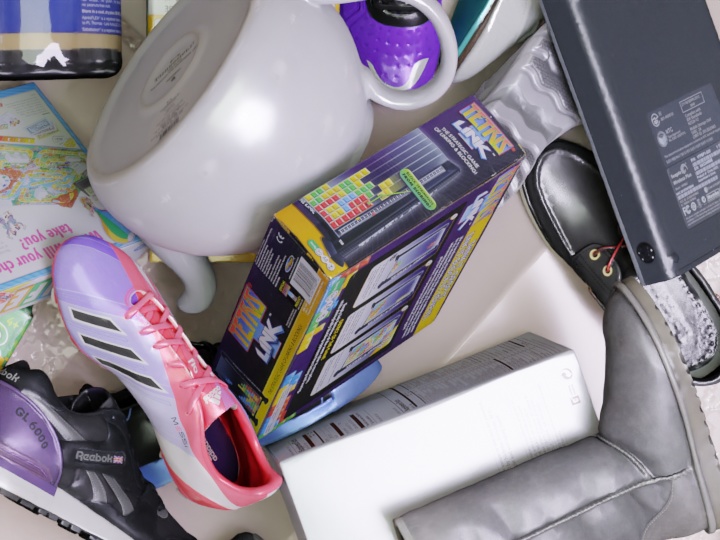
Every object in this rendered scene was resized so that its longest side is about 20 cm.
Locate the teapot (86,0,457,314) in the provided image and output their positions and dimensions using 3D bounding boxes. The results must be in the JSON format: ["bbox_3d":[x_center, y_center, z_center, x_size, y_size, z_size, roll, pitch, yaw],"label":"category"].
[{"bbox_3d":[-0.059,-0.084,1.408,0.146,0.200,0.198,35,72,-24],"label":"teapot"}]

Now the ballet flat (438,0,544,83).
[{"bbox_3d":[0.114,-0.210,1.533,0.069,0.069,0.201,20,87,-8],"label":"ballet flat"}]

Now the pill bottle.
[{"bbox_3d":[-0.207,-0.222,1.462,0.111,0.112,0.202,-2,93,-8],"label":"pill bottle"}]

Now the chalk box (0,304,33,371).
[{"bbox_3d":[-0.284,0.040,1.459,0.124,0.124,0.201,29,89,-9],"label":"chalk box"}]

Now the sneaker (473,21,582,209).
[{"bbox_3d":[0.103,-0.112,1.529,0.200,0.082,0.075,-41,109,-24],"label":"sneaker"}]

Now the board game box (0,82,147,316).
[{"bbox_3d":[-0.234,-0.039,1.418,0.135,0.200,0.034,51,124,12],"label":"board game box"}]

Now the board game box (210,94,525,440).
[{"bbox_3d":[0.000,0.000,1.419,0.165,0.200,0.057,-34,73,-32],"label":"board game box"}]

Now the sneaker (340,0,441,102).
[{"bbox_3d":[0.023,-0.207,1.498,0.069,0.100,0.202,2,92,-6],"label":"sneaker"}]

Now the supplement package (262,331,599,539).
[{"bbox_3d":[0.063,0.167,1.500,0.199,0.147,0.192,-20,95,-6],"label":"supplement package"}]

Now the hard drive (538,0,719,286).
[{"bbox_3d":[0.200,-0.107,1.526,0.139,0.033,0.201,-26,98,-44],"label":"hard drive"}]

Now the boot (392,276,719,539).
[{"bbox_3d":[0.112,0.119,1.404,0.199,0.073,0.183,-20,93,-1],"label":"boot"}]

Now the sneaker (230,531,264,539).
[{"bbox_3d":[-0.143,0.238,1.514,0.200,0.075,0.079,-45,95,-4],"label":"sneaker"}]

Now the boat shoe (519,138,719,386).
[{"bbox_3d":[0.182,-0.007,1.552,0.074,0.063,0.202,-38,96,-2],"label":"boat shoe"}]

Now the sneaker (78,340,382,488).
[{"bbox_3d":[-0.087,0.076,1.515,0.199,0.070,0.078,-24,103,-5],"label":"sneaker"}]

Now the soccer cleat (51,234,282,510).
[{"bbox_3d":[-0.116,0.061,1.411,0.067,0.076,0.201,-43,114,-36],"label":"soccer cleat"}]

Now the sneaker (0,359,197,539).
[{"bbox_3d":[-0.159,0.124,1.443,0.200,0.076,0.088,36,77,-41],"label":"sneaker"}]

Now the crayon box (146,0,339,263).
[{"bbox_3d":[-0.078,-0.106,1.515,0.125,0.052,0.202,0,92,-6],"label":"crayon box"}]
